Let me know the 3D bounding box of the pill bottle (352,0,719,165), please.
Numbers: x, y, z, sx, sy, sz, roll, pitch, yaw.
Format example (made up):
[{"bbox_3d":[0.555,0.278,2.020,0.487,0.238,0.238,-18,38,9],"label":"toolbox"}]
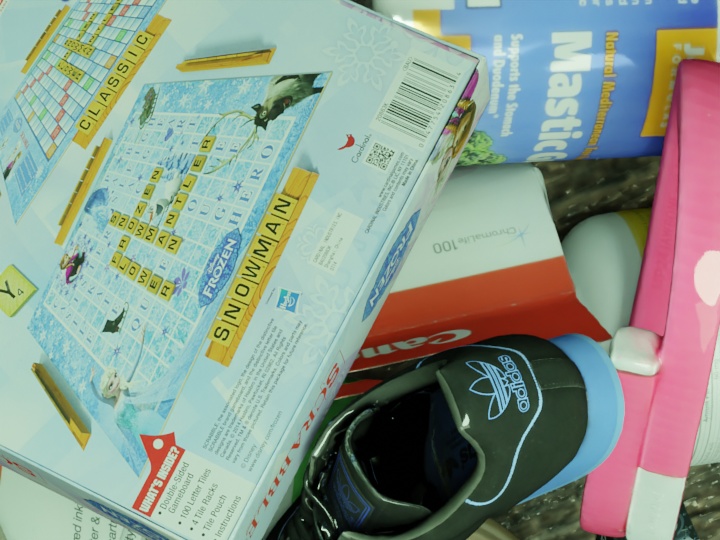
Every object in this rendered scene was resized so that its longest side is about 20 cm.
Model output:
[{"bbox_3d":[0.093,-0.099,0.984,0.198,0.112,0.113,-3,125,-10],"label":"pill bottle"}]

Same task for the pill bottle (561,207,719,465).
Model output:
[{"bbox_3d":[0.147,0.027,1.083,0.198,0.112,0.113,-7,125,-8],"label":"pill bottle"}]

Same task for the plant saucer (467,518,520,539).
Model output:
[{"bbox_3d":[-0.005,0.184,1.118,0.198,0.030,0.201,-7,126,-10],"label":"plant saucer"}]

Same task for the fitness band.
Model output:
[{"bbox_3d":[0.113,0.015,0.928,0.037,0.144,0.201,11,141,5],"label":"fitness band"}]

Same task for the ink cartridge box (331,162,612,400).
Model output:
[{"bbox_3d":[0.000,0.000,0.978,0.161,0.200,0.058,-12,99,-4],"label":"ink cartridge box"}]

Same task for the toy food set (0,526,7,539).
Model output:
[{"bbox_3d":[-0.239,0.108,1.001,0.199,0.060,0.144,-27,83,15],"label":"toy food set"}]

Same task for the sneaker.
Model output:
[{"bbox_3d":[0.003,0.083,0.882,0.077,0.071,0.200,-1,146,-43],"label":"sneaker"}]

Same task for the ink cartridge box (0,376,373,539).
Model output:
[{"bbox_3d":[-0.068,0.109,1.022,0.198,0.083,0.148,7,90,18],"label":"ink cartridge box"}]

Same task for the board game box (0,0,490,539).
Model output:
[{"bbox_3d":[-0.085,-0.023,0.886,0.198,0.201,0.041,25,165,14],"label":"board game box"}]

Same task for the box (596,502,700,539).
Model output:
[{"bbox_3d":[0.144,0.237,1.197,0.043,0.161,0.201,-4,124,-11],"label":"box"}]
